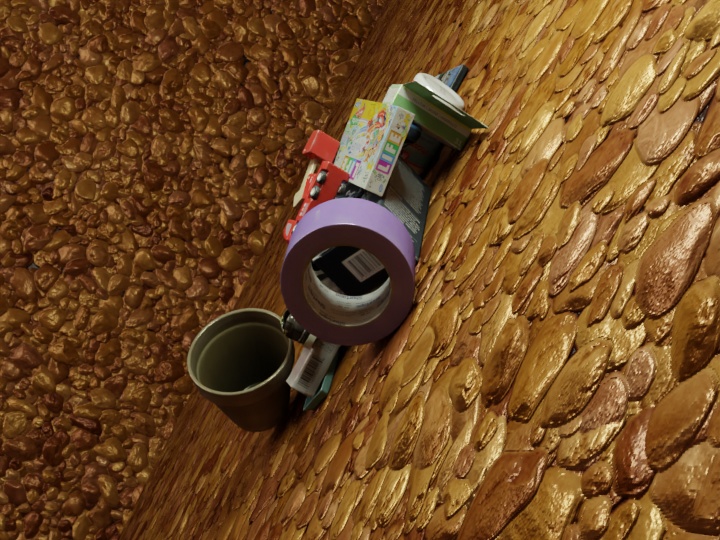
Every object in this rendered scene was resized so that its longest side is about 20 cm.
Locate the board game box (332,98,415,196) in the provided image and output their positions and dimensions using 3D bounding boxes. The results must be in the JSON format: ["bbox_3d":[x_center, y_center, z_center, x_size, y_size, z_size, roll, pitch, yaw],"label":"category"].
[{"bbox_3d":[0.014,-0.204,1.458,0.137,0.034,0.200,-68,22,5],"label":"board game box"}]

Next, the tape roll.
[{"bbox_3d":[-0.017,0.003,1.317,0.201,0.197,0.086,-54,12,27],"label":"tape roll"}]

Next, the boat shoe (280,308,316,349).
[{"bbox_3d":[-0.105,0.086,1.542,0.073,0.060,0.201,-61,8,-3],"label":"boat shoe"}]

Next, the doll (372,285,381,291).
[{"bbox_3d":[0.000,0.000,1.600,0.138,0.048,0.200,-54,21,1],"label":"doll"}]

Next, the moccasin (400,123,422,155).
[{"bbox_3d":[0.046,-0.231,1.554,0.069,0.079,0.200,-64,23,1],"label":"moccasin"}]

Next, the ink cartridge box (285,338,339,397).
[{"bbox_3d":[-0.081,0.129,1.594,0.165,0.056,0.200,-62,16,-4],"label":"ink cartridge box"}]

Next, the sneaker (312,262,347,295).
[{"bbox_3d":[-0.055,-0.012,1.532,0.076,0.087,0.201,-46,14,24],"label":"sneaker"}]

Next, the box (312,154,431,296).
[{"bbox_3d":[0.022,-0.078,1.480,0.147,0.107,0.202,-32,26,31],"label":"box"}]

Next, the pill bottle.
[{"bbox_3d":[0.096,-0.248,1.638,0.202,0.107,0.109,-57,12,22],"label":"pill bottle"}]

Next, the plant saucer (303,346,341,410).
[{"bbox_3d":[-0.057,0.157,1.579,0.070,0.019,0.202,-50,17,41],"label":"plant saucer"}]

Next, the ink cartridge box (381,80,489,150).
[{"bbox_3d":[0.118,-0.252,1.464,0.049,0.144,0.200,-59,12,6],"label":"ink cartridge box"}]

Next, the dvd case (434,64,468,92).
[{"bbox_3d":[0.153,-0.343,1.836,0.145,0.017,0.200,-62,13,-1],"label":"dvd case"}]

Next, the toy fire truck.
[{"bbox_3d":[-0.079,-0.131,1.486,0.203,0.048,0.140,-65,25,-3],"label":"toy fire truck"}]

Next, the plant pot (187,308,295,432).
[{"bbox_3d":[-0.205,0.202,1.675,0.176,0.195,0.203,76,-155,-45],"label":"plant pot"}]
